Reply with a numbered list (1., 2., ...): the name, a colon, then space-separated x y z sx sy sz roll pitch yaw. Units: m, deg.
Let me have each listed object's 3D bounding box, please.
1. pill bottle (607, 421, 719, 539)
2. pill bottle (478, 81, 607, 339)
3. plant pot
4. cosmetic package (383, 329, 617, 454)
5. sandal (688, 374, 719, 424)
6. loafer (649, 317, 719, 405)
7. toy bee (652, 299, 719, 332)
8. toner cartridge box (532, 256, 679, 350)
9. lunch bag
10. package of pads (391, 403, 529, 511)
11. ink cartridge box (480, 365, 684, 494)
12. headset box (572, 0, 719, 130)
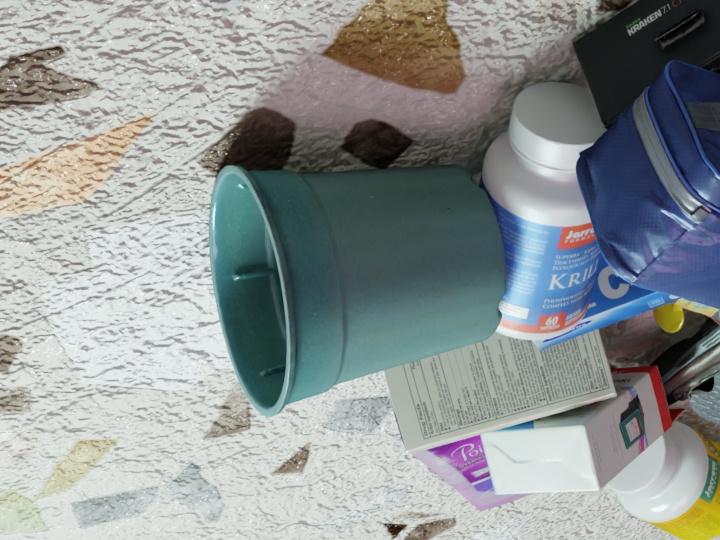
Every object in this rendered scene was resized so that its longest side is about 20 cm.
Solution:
1. pill bottle: 0.341 0.225 1.931 0.113 0.113 0.200 -32 141 25
2. pill bottle: 0.149 -0.049 1.466 0.112 0.112 0.200 -5 134 -13
3. plant pot: 0.000 0.000 1.444 0.196 0.200 0.200 -11 146 -19
4. cosmetic package: 0.125 0.090 1.654 0.200 0.104 0.087 -14 -176 3
5. sandal: 0.384 0.076 1.793 0.076 0.043 0.200 31 137 3
6. loafer: 0.333 0.098 1.761 0.063 0.072 0.200 42 136 -1
7. toy bee: 0.330 0.012 1.630 0.200 0.109 0.131 -6 146 -9
8. toner cartridge box: 0.231 -0.011 1.570 0.200 0.095 0.043 -22 157 11
9. lunch bag: 0.277 -0.060 1.321 0.200 0.136 0.132 14 136 -32
10. package of pads: 0.128 0.166 1.808 0.120 0.076 0.200 -27 143 14
11. ink cartridge box: 0.215 0.144 1.710 0.116 0.067 0.200 -8 -167 36
12. headset box: 0.288 -0.152 1.398 0.174 0.093 0.200 -31 141 23
